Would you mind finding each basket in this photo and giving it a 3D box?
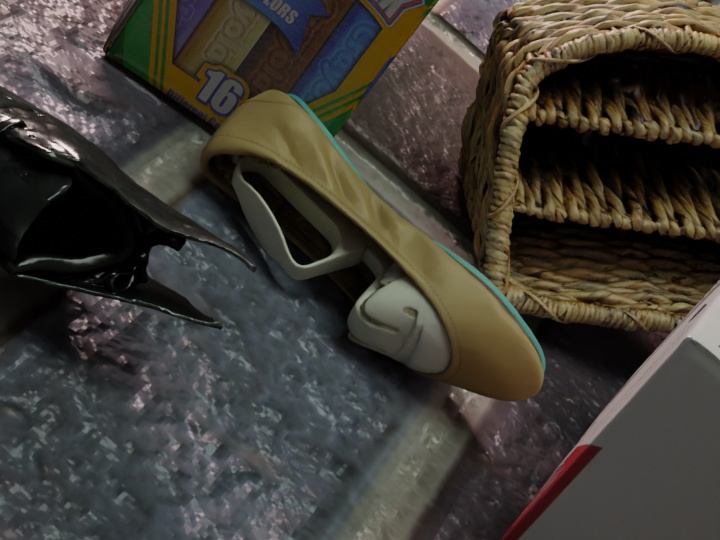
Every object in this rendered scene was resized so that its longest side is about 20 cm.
[{"bbox_3d":[0.166,-0.061,1.018,0.199,0.143,0.149,9,34,-11],"label":"basket"}]

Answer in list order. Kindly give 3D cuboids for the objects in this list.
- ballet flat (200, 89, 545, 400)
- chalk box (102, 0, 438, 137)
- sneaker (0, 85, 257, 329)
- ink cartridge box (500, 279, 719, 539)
[{"bbox_3d":[0.000,0.000,0.880,0.200,0.069,0.063,45,55,13],"label":"ballet flat"},{"bbox_3d":[-0.018,-0.172,0.939,0.124,0.200,0.125,34,28,-12],"label":"chalk box"},{"bbox_3d":[-0.142,-0.041,0.713,0.199,0.060,0.104,27,8,-32],"label":"sneaker"},{"bbox_3d":[0.159,0.076,0.861,0.083,0.147,0.200,42,26,7],"label":"ink cartridge box"}]
